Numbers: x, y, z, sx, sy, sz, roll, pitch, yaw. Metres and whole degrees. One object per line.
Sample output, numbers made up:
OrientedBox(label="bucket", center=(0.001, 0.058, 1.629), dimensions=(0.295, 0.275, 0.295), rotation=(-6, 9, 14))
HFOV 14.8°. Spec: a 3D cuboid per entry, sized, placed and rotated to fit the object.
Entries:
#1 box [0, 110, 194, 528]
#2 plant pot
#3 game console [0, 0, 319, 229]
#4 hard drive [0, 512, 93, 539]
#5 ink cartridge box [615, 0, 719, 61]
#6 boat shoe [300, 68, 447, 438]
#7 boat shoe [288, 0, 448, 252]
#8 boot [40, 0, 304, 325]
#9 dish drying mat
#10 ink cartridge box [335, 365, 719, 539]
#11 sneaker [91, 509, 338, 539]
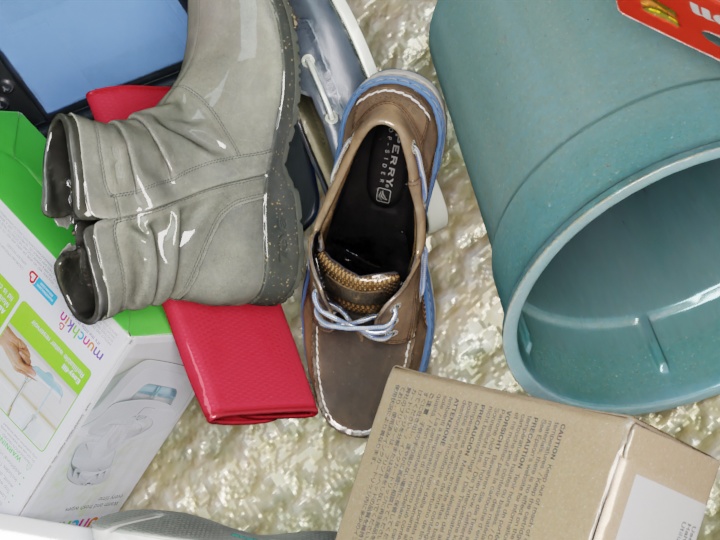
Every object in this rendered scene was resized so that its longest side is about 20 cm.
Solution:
OrientedBox(label="box", center=(-0.199, 0.040, 1.512), dimensions=(0.200, 0.097, 0.177), rotation=(43, 114, 27))
OrientedBox(label="plant pot", center=(0.132, -0.065, 1.364), dimensions=(0.200, 0.200, 0.196), rotation=(-33, 52, 14))
OrientedBox(label="game console", center=(-0.141, -0.091, 1.556), dimensions=(0.199, 0.171, 0.119), rotation=(-19, 38, 21))
OrientedBox(label="hard drive", center=(-0.157, 0.198, 1.435), dimensions=(0.199, 0.025, 0.132), rotation=(11, 81, -11))
OrientedBox(label="ink cartridge box", center=(0.192, -0.152, 1.325), dimensions=(0.047, 0.160, 0.200), rotation=(-60, 15, 28))
OrientedBox(label="boat shoe", center=(0.000, 0.000, 1.423), dimensions=(0.072, 0.072, 0.201), rotation=(7, 110, 10))
OrientedBox(label="boat shoe", center=(-0.025, -0.097, 1.486), dimensions=(0.062, 0.075, 0.200), rotation=(-28, 89, -14))
OrientedBox(label="boot", center=(-0.099, -0.074, 1.410), dimensions=(0.068, 0.130, 0.201), rotation=(-15, 77, 55))
OrientedBox(label="dish drying mat", center=(-0.085, -0.009, 1.469), dimensions=(0.018, 0.077, 0.201), rotation=(-39, 63, 39))
OrientedBox(label="ink cartridge box", center=(0.061, 0.158, 1.297), dimensions=(0.164, 0.075, 0.201), rotation=(12, 81, 46))
OrientedBox(label="sneaker", center=(-0.041, 0.174, 1.417), dimensions=(0.199, 0.070, 0.081), rotation=(7, 96, 3))
